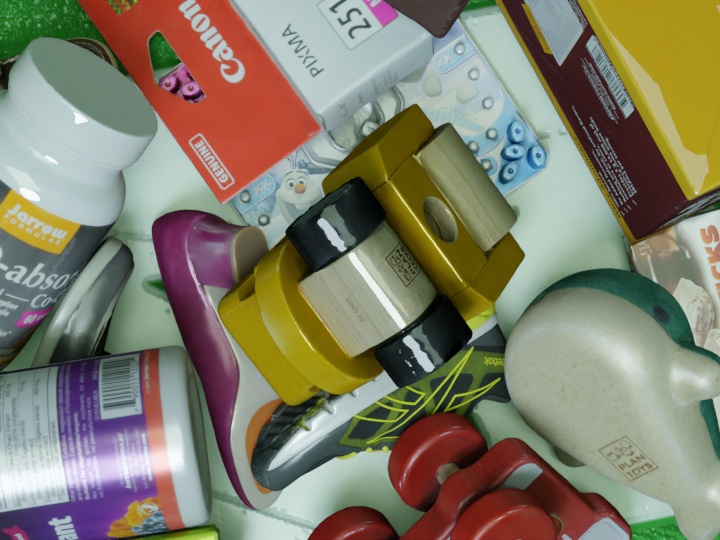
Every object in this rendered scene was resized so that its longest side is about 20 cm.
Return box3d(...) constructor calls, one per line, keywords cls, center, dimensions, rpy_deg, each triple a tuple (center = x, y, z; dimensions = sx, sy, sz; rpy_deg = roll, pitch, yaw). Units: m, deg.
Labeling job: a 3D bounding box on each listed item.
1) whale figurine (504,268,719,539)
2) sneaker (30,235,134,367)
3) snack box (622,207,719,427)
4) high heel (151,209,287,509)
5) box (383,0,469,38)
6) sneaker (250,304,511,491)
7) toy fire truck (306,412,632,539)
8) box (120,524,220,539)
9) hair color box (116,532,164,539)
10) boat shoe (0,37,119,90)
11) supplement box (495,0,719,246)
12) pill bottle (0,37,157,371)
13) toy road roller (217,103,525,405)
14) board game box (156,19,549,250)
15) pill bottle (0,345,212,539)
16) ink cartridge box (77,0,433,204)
box3d(cls="whale figurine", center=(0.189, 0.084, 1.156), dimensions=(0.200, 0.159, 0.104), rpy_deg=(46, 48, -4))
box3d(cls="sneaker", center=(-0.167, 0.084, 1.167), dimensions=(0.106, 0.075, 0.201), rpy_deg=(23, 97, -6))
box3d(cls="snack box", center=(0.239, 0.063, 1.200), dimensions=(0.071, 0.024, 0.201), rpy_deg=(-16, 89, -2))
box3d(cls="high heel", center=(-0.096, 0.059, 1.185), dimensions=(0.067, 0.096, 0.201), rpy_deg=(-25, 114, -39))
box3d(cls="box", center=(0.032, -0.292, 1.100), dimensions=(0.199, 0.166, 0.165), rpy_deg=(35, 51, -2))
box3d(cls="sneaker", center=(0.022, 0.094, 1.153), dimensions=(0.199, 0.074, 0.085), rpy_deg=(-33, 102, -15))
box3d(cls="toy fire truck", center=(0.068, 0.202, 1.137), dimensions=(0.200, 0.112, 0.168), rpy_deg=(-47, 129, 3))
box3d(cls="box", center=(-0.175, 0.230, 1.067), dimensions=(0.199, 0.048, 0.123), rpy_deg=(-10, 86, -4))
box3d(cls="hair color box", center=(-0.179, 0.215, 1.143), dimensions=(0.199, 0.061, 0.099), rpy_deg=(12, 125, -2))
box3d(cls="boat shoe", center=(-0.253, -0.098, 1.159), dimensions=(0.199, 0.072, 0.073), rpy_deg=(-22, 87, -2))
box3d(cls="supplement box", center=(0.196, -0.144, 1.103), dimensions=(0.132, 0.200, 0.198), rpy_deg=(-28, 85, -6))
box3d(cls="pill bottle", center=(-0.219, -0.039, 1.109), dimensions=(0.116, 0.116, 0.200), rpy_deg=(39, 112, -1))
box3d(cls="toy road roller", center=(0.000, 0.000, 1.113), dimensions=(0.146, 0.200, 0.123), rpy_deg=(-31, 100, 35))
box3d(cls="board game box", center=(-0.005, -0.100, 1.193), dimensions=(0.199, 0.026, 0.201), rpy_deg=(-34, 91, -2))
box3d(cls="pill bottle", center=(-0.196, 0.114, 1.076), dimensions=(0.199, 0.111, 0.112), rpy_deg=(-9, 89, -1))
box3d(cls="ink cartridge box", center=(-0.077, -0.174, 1.160), dimensions=(0.173, 0.044, 0.200), rpy_deg=(-35, 76, -4))
